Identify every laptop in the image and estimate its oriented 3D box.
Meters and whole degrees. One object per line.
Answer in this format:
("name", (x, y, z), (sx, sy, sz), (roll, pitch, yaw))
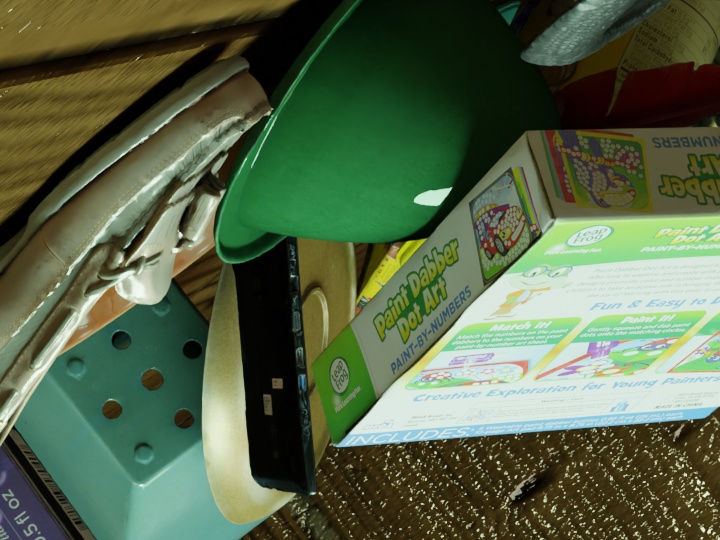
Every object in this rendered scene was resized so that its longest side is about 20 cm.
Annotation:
("laptop", (0.000, 0.000, 1.325), (0.103, 0.201, 0.177), (-4, 178, -9))

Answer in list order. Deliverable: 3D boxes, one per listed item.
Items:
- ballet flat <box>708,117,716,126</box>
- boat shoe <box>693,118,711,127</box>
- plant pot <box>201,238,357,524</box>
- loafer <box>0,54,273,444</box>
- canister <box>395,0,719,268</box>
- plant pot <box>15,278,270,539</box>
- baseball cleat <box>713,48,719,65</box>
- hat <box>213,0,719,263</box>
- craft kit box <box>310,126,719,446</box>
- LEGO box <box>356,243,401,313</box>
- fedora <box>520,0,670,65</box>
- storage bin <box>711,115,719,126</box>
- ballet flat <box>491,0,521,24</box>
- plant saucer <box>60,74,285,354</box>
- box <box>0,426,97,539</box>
("ballet flat", (0.235, -0.136, 1.364), (0.200, 0.063, 0.068), (-40, 159, 29))
("boat shoe", (0.140, -0.085, 1.426), (0.074, 0.066, 0.200), (-7, -149, 18))
("plant pot", (-0.038, 0.039, 1.510), (0.027, 0.201, 0.200), (8, -168, 16))
("loafer", (-0.100, -0.002, 1.066), (0.200, 0.063, 0.072), (-39, 178, 24))
("canister", (0.102, -0.081, 1.275), (0.201, 0.086, 0.149), (-63, -171, -24))
("plant pot", (-0.126, 0.092, 1.610), (0.141, 0.141, 0.200), (-37, 169, -17))
("baseball cleat", (0.205, -0.185, 1.459), (0.070, 0.106, 0.201), (121, -25, -55))
("hat", (0.064, -0.030, 1.118), (0.166, 0.176, 0.200), (-37, 161, -49))
("craft kit box", (0.108, 0.007, 1.154), (0.199, 0.049, 0.198), (-2, 156, -31))
("LEGO box", (0.084, -0.008, 1.537), (0.200, 0.148, 0.078), (118, -12, -78))
("fedora", (0.104, -0.152, 0.862), (0.200, 0.092, 0.201), (-37, 177, -2))
("storage bin", (0.250, -0.065, 1.319), (0.135, 0.094, 0.200), (-33, 163, 8))
("ballet flat", (0.086, -0.125, 1.478), (0.200, 0.070, 0.069), (-37, 178, -34))
("plant saucer", (-0.082, -0.026, 1.227), (0.200, 0.032, 0.200), (-38, 178, -2))
("box", (-0.221, 0.157, 1.285), (0.200, 0.148, 0.104), (-38, 177, -3))
